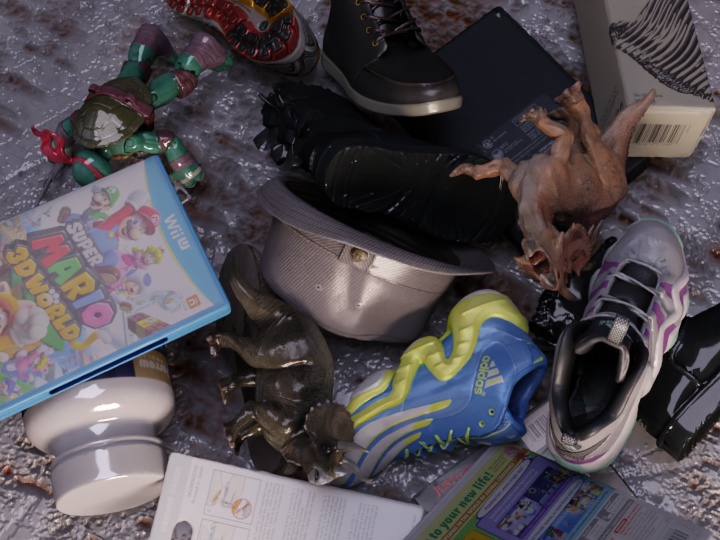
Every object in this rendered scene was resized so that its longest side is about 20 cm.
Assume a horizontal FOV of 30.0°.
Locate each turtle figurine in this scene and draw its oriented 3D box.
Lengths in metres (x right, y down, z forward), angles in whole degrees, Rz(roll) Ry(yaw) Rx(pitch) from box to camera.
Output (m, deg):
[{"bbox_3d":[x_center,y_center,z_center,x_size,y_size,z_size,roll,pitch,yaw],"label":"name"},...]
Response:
[{"bbox_3d":[-0.199,-0.123,1.160,0.148,0.101,0.201,23,65,13],"label":"turtle figurine"}]

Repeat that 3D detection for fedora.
[{"bbox_3d":[0.000,0.000,1.076,0.198,0.177,0.091,20,102,-13],"label":"fedora"}]

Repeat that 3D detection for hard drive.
[{"bbox_3d":[0.133,-0.123,1.167,0.139,0.033,0.200,-37,70,-11],"label":"hard drive"}]

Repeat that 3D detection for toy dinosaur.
[{"bbox_3d":[-0.058,0.083,1.020,0.101,0.077,0.202,-13,62,-2],"label":"toy dinosaur"},{"bbox_3d":[0.165,-0.060,1.033,0.199,0.086,0.136,-31,84,-29],"label":"toy dinosaur"}]

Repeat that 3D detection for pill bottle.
[{"bbox_3d":[-0.209,0.081,1.057,0.118,0.120,0.202,-14,67,-2],"label":"pill bottle"}]

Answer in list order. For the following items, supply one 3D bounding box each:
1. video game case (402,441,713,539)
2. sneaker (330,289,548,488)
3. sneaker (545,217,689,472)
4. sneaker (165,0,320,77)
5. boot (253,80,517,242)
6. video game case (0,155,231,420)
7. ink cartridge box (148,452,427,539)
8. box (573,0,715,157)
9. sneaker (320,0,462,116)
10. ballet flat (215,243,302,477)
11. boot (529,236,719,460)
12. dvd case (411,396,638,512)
[{"bbox_3d":[0.122,0.211,0.938,0.181,0.022,0.200,21,41,30],"label":"video game case"},{"bbox_3d":[0.061,0.109,1.026,0.200,0.076,0.105,-47,54,3],"label":"sneaker"},{"bbox_3d":[0.186,0.041,0.954,0.077,0.140,0.202,16,76,15],"label":"sneaker"},{"bbox_3d":[-0.110,-0.233,1.216,0.078,0.082,0.200,-47,55,7],"label":"sneaker"},{"bbox_3d":[0.016,-0.094,1.118,0.196,0.074,0.162,9,19,-28],"label":"boot"},{"bbox_3d":[-0.215,0.011,1.012,0.198,0.018,0.144,-25,68,-10],"label":"video game case"},{"bbox_3d":[-0.061,0.236,1.004,0.198,0.057,0.164,11,76,8],"label":"ink cartridge box"},{"bbox_3d":[0.238,-0.196,1.152,0.081,0.069,0.202,0,59,-9],"label":"box"},{"bbox_3d":[0.019,-0.200,1.119,0.074,0.107,0.200,-13,29,-25],"label":"sneaker"},{"bbox_3d":[-0.075,0.072,1.093,0.046,0.067,0.202,7,57,-38],"label":"ballet flat"},{"bbox_3d":[0.245,0.036,1.068,0.198,0.074,0.162,-43,67,-12],"label":"boot"},{"bbox_3d":[0.153,0.213,1.029,0.145,0.022,0.201,-34,70,-11],"label":"dvd case"}]
